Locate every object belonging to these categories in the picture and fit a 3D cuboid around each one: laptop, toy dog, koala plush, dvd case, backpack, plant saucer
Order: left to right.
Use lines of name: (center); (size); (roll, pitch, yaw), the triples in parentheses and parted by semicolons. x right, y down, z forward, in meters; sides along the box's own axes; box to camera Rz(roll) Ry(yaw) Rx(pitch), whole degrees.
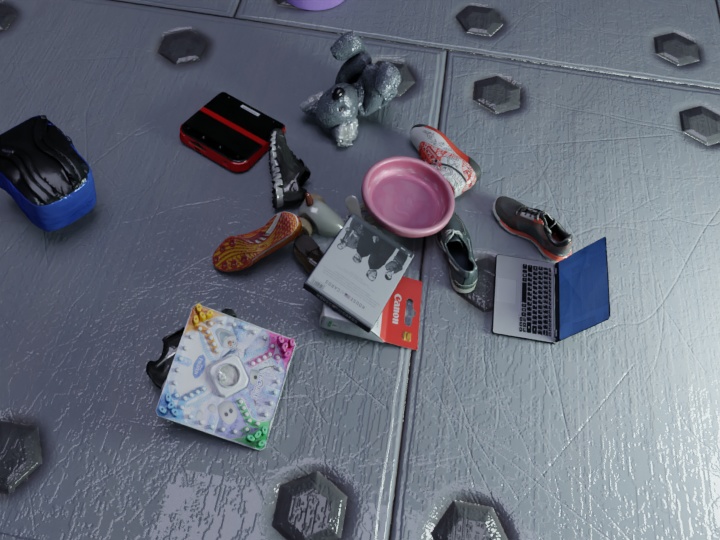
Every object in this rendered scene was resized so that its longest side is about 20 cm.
backpack: (-0.622, -0.180, 1.495); (0.199, 0.169, 0.162); (39, 64, 17)
toy dog: (-0.050, -0.110, 1.525); (0.194, 0.097, 0.135); (-1, 55, -4)
koala plush: (-0.027, -0.392, 1.707); (0.177, 0.184, 0.201); (40, 82, 9)
dvd case: (0.000, 0.000, 1.405); (0.148, 0.025, 0.202); (33, 54, 0)
plant saucer: (0.095, -0.145, 1.545); (0.195, 0.051, 0.205); (7, 55, -10)
laptop: (0.363, 0.028, 1.443); (0.194, 0.117, 0.191); (9, 54, 3)

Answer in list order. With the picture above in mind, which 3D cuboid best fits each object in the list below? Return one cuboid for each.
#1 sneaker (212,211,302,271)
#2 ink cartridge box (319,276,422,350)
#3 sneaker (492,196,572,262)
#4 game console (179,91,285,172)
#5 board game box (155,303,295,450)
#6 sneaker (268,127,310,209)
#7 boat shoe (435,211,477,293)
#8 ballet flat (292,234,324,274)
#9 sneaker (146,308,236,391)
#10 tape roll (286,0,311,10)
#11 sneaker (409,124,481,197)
sneaker: (-0.202, -0.048, 1.487); (0.196, 0.077, 0.075); (-23, 77, 6)
ink cartridge box: (0.028, 0.051, 1.424); (0.195, 0.050, 0.164); (14, 55, -8)
sneaker: (0.365, -0.106, 1.556); (0.199, 0.083, 0.077); (38, 61, 21)
game console: (-0.294, -0.316, 1.699); (0.197, 0.031, 0.177); (30, 54, 16)
board game box: (-0.228, 0.181, 1.293); (0.195, 0.026, 0.205); (21, 68, -11)
sneaker: (-0.153, -0.222, 1.619); (0.088, 0.067, 0.205); (-3, 59, -9)
boat shoe: (0.199, -0.054, 1.522); (0.071, 0.062, 0.204); (-5, 55, -5)
ballet flat: (-0.070, 0.014, 1.475); (0.067, 0.047, 0.201); (-27, 66, -33)
sneaker: (-0.309, 0.132, 1.350); (0.089, 0.067, 0.201); (32, 61, 15)
tape roll: (-0.124, -0.791, 2.015); (0.194, 0.066, 0.204); (1, 56, -2)
sneaker: (0.161, -0.239, 1.646); (0.200, 0.068, 0.107); (40, 59, 19)
